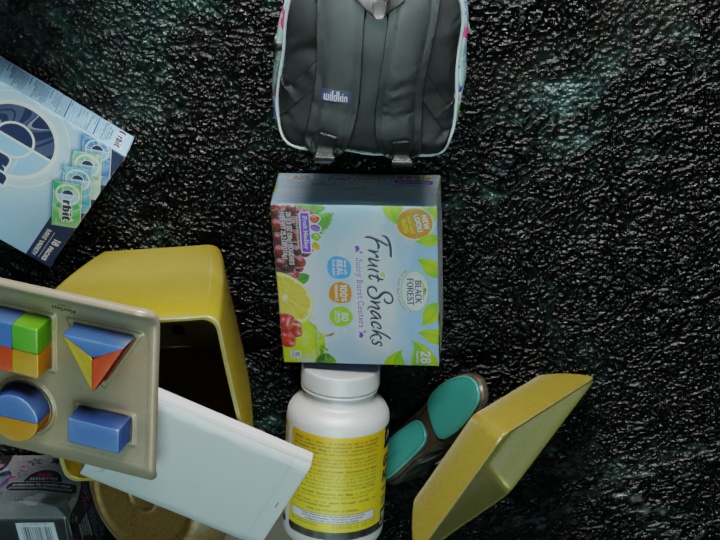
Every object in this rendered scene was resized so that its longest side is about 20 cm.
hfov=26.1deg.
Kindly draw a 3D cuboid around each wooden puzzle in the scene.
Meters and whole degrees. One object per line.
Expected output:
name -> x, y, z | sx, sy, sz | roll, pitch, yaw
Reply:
wooden puzzle -> -0.283, 0.109, 1.476 | 0.185, 0.046, 0.201 | 11, 121, 13

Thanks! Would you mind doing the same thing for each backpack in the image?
backpack -> 0.011, -0.213, 1.387 | 0.177, 0.151, 0.200 | 4, 133, 0

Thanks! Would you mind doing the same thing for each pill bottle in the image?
pill bottle -> -0.026, 0.193, 1.687 | 0.112, 0.112, 0.201 | 4, 110, 3

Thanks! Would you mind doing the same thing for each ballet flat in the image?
ballet flat -> 0.091, 0.171, 1.704 | 0.068, 0.068, 0.200 | 8, 144, -38

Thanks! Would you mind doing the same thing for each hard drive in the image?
hard drive -> -0.165, 0.192, 1.553 | 0.200, 0.026, 0.132 | 24, 124, -11

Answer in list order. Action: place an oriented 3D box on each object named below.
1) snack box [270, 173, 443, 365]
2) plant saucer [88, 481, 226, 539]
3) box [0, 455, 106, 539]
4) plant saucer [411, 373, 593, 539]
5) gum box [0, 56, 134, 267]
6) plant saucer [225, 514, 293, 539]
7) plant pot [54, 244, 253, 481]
snack box -> 0.000, 0.000, 1.589 | 0.168, 0.068, 0.200 | 2, 126, 5
plant saucer -> -0.237, 0.248, 1.751 | 0.200, 0.035, 0.201 | 9, 109, 28
box -> -0.414, 0.296, 1.813 | 0.199, 0.115, 0.132 | -2, 124, 6
plant saucer -> 0.141, 0.194, 1.663 | 0.048, 0.200, 0.200 | 44, 125, 19
gum box -> -0.356, -0.118, 1.558 | 0.200, 0.045, 0.170 | 31, 122, -14
plant saucer -> -0.091, 0.311, 1.806 | 0.200, 0.032, 0.201 | -10, 123, -15
plant pot -> -0.212, 0.079, 1.601 | 0.199, 0.177, 0.200 | -4, 125, 9
